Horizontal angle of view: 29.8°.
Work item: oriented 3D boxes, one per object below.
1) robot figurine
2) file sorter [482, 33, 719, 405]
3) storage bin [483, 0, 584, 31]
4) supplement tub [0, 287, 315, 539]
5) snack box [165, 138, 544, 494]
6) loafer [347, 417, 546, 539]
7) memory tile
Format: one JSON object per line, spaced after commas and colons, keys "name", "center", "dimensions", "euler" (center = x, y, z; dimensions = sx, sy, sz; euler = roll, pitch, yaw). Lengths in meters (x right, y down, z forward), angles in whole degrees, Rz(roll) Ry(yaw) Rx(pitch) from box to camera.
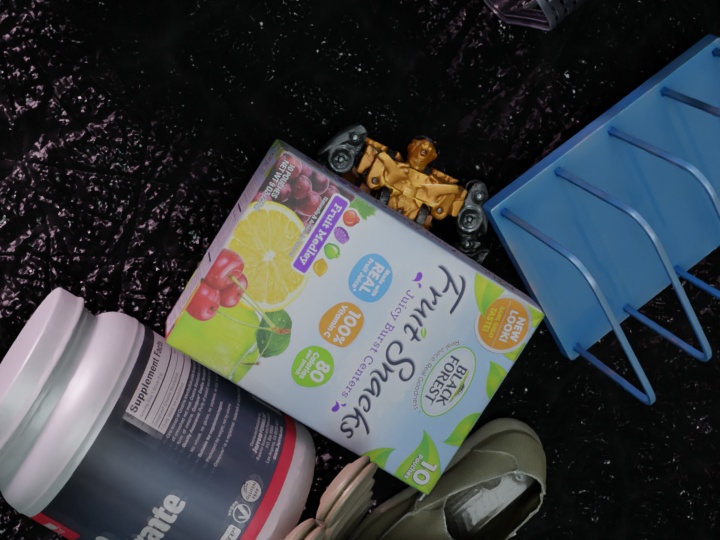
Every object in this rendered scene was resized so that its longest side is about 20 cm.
{"name": "robot figurine", "center": [0.000, 0.000, 0.912], "dimensions": [0.144, 0.058, 0.202], "euler": [24, 98, -15]}
{"name": "file sorter", "center": [0.213, -0.031, 0.888], "dimensions": [0.199, 0.123, 0.139], "euler": [-37, 120, -7]}
{"name": "storage bin", "center": [0.079, -0.257, 0.826], "dimensions": [0.094, 0.135, 0.200], "euler": [-39, 106, 1]}
{"name": "supplement tub", "center": [-0.141, 0.116, 0.868], "dimensions": [0.199, 0.140, 0.141], "euler": [33, 95, -16]}
{"name": "snack box", "center": [-0.004, 0.030, 0.859], "dimensions": [0.199, 0.053, 0.143], "euler": [32, 98, -14]}
{"name": "loafer", "center": [0.055, 0.188, 0.959], "dimensions": [0.076, 0.068, 0.200], "euler": [42, 93, -16]}
{"name": "memory tile", "center": [-0.043, 0.192, 0.871], "dimensions": [0.017, 0.200, 0.154], "euler": [37, 75, 10]}
